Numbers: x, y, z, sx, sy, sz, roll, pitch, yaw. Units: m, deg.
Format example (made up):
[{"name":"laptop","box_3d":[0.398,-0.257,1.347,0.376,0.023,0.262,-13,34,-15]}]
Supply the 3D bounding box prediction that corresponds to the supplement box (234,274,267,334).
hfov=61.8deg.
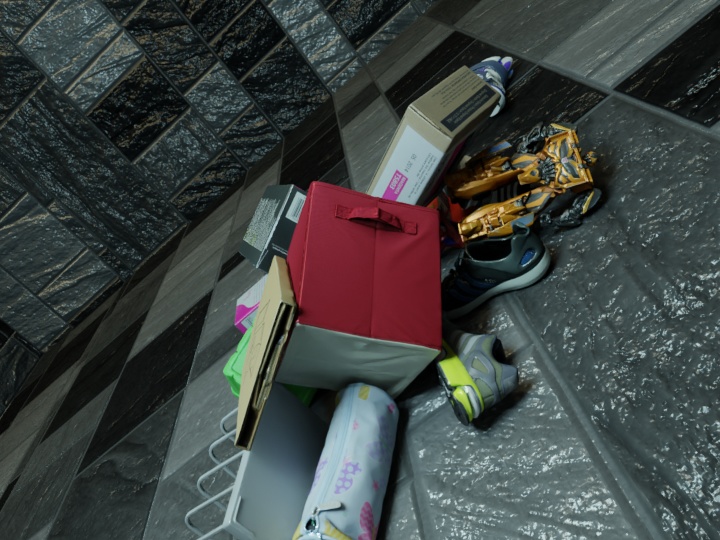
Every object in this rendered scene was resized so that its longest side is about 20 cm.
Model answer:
[{"name":"supplement box","box_3d":[-0.137,0.050,1.150,0.198,0.104,0.102,-38,24,9]}]

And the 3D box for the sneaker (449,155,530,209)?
[{"name":"sneaker","box_3d":[0.204,-0.136,0.946,0.112,0.078,0.201,2,20,-1]}]

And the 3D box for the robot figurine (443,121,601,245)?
[{"name":"robot figurine","box_3d":[0.215,-0.114,0.793,0.196,0.149,0.058,-21,-16,19]}]

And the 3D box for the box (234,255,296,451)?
[{"name":"box","box_3d":[-0.113,0.085,0.701,0.200,0.021,0.168,-125,53,-73]}]

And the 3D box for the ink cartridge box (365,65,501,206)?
[{"name":"ink cartridge box","box_3d":[0.093,-0.161,0.841,0.165,0.075,0.201,-46,-9,-41]}]

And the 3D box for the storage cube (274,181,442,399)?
[{"name":"storage cube","box_3d":[-0.006,0.034,0.733,0.201,0.166,0.184,119,159,-55]}]

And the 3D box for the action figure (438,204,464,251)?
[{"name":"action figure","box_3d":[0.099,-0.051,0.948,0.197,0.099,0.066,-30,27,24]}]

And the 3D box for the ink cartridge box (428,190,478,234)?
[{"name":"ink cartridge box","box_3d":[0.118,-0.099,1.048,0.198,0.050,0.110,-35,25,22]}]

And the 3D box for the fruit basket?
[{"name":"fruit basket","box_3d":[-0.112,0.134,0.961,0.153,0.218,0.217,25,63,23]}]

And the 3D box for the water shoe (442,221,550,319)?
[{"name":"water shoe","box_3d":[0.150,-0.002,0.796,0.197,0.079,0.072,-28,26,32]}]

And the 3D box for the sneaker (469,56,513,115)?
[{"name":"sneaker","box_3d":[0.276,-0.400,1.256,0.147,0.080,0.200,-49,18,-3]}]

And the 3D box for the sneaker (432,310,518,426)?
[{"name":"sneaker","box_3d":[0.124,0.101,0.698,0.079,0.076,0.201,-19,24,1]}]

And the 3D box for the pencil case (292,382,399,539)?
[{"name":"pencil case","box_3d":[-0.013,0.225,0.666,0.082,0.091,0.202,-26,28,33]}]

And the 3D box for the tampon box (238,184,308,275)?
[{"name":"tampon box","box_3d":[-0.090,-0.044,0.938,0.129,0.147,0.199,-64,20,-1]}]

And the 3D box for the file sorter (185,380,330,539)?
[{"name":"file sorter","box_3d":[-0.116,0.265,0.714,0.123,0.139,0.202,-34,24,25]}]
